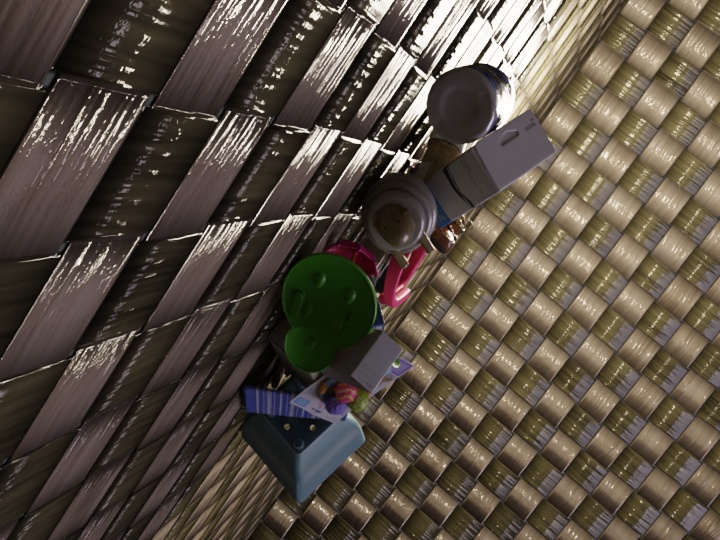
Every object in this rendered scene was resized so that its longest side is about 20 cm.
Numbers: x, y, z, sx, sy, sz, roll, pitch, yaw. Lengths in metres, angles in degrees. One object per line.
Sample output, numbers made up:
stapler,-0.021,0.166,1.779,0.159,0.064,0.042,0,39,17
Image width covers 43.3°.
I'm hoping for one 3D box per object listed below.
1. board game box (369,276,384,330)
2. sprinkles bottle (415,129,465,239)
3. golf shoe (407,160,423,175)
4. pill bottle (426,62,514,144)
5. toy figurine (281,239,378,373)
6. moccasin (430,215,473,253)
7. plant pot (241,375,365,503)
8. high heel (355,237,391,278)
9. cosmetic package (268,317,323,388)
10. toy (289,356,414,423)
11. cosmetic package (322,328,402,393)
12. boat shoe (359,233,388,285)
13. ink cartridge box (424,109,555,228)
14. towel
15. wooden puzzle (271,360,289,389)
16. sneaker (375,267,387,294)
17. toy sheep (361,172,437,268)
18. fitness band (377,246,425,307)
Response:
board game box,0.003,0.101,1.567,0.034,0.137,0.202,-7,140,-11
sprinkles bottle,0.123,-0.151,1.591,0.068,0.067,0.204,96,16,-75
golf shoe,0.090,-0.145,1.655,0.200,0.074,0.093,-45,146,-35
pill bottle,0.183,-0.271,1.448,0.115,0.113,0.200,-56,172,24
toy figurine,-0.035,0.036,1.422,0.184,0.148,0.203,-56,170,-65
moccasin,0.161,-0.089,1.667,0.077,0.074,0.202,-38,-174,20
plant pot,-0.118,0.309,1.807,0.195,0.196,0.201,-40,164,-16
high heel,0.000,0.000,1.658,0.199,0.072,0.142,-41,169,6
cosmetic package,-0.085,0.146,1.595,0.088,0.103,0.201,-48,164,-14
toy,-0.012,0.204,1.531,0.199,0.114,0.048,-41,-141,23
cosmetic package,-0.011,0.131,1.400,0.083,0.050,0.199,-54,-162,-12
boat shoe,0.012,-0.008,1.723,0.064,0.069,0.203,-74,-175,-56
ink cartridge box,0.199,-0.162,1.475,0.143,0.085,0.200,-35,-179,-27
towel,-0.117,0.238,1.646,0.145,0.195,0.024,103,-7,-66
wooden puzzle,-0.095,0.129,1.785,0.200,0.037,0.186,-48,169,-38
sneaker,0.048,-0.045,1.769,0.075,0.090,0.205,-14,121,-54
toy sheep,0.064,-0.092,1.461,0.139,0.136,0.201,-55,-170,20
fitness band,0.084,-0.008,1.673,0.146,0.037,0.200,-69,168,17
